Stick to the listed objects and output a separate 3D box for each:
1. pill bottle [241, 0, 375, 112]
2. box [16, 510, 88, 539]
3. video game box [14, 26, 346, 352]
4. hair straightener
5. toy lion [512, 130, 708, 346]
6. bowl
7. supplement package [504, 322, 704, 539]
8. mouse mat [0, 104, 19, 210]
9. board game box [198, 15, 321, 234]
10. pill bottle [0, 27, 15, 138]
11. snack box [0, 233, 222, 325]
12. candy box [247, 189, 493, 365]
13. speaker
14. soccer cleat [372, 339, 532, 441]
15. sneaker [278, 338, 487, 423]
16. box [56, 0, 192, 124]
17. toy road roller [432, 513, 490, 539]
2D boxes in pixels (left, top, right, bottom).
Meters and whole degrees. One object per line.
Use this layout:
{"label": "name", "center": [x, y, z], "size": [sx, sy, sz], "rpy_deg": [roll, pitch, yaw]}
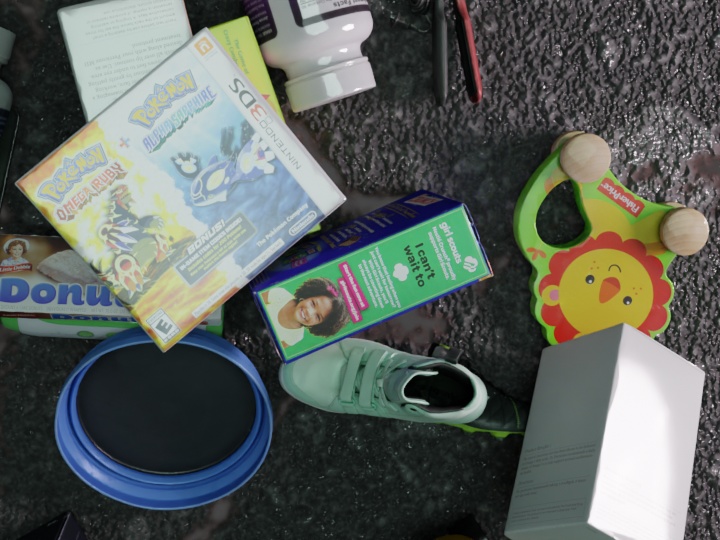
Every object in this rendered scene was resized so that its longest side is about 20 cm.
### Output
{"label": "pill bottle", "center": [-0.053, -0.254, 1.022], "size": [0.111, 0.111, 0.200], "rpy_deg": [-18, 97, -6]}
{"label": "box", "center": [-0.272, 0.351, 1.025], "size": [0.107, 0.148, 0.200], "rpy_deg": [-29, 97, -4]}
{"label": "video game box", "center": [-0.144, -0.066, 0.907], "size": [0.200, 0.047, 0.182], "rpy_deg": [-41, 98, -4]}
{"label": "hair straightener", "center": [0.067, -0.257, 1.072], "size": [0.077, 0.041, 0.200], "rpy_deg": [-9, 96, -7]}
{"label": "toy lion", "center": [0.235, -0.012, 1.110], "size": [0.200, 0.069, 0.192], "rpy_deg": [36, 97, -8]}
{"label": "bowl", "center": [-0.182, 0.137, 1.037], "size": [0.200, 0.039, 0.201], "rpy_deg": [-2, 120, -4]}
{"label": "supplement package", "center": [0.231, 0.170, 1.040], "size": [0.117, 0.117, 0.200], "rpy_deg": [29, 60, -22]}
{"label": "mouse mat", "center": [-0.419, -0.077, 1.043], "size": [0.161, 0.008, 0.200], "rpy_deg": [12, 94, -8]}
{"label": "board game box", "center": [-0.095, -0.127, 1.032], "size": [0.048, 0.102, 0.200], "rpy_deg": [-19, 97, -5]}
{"label": "pill bottle", "center": [-0.377, -0.129, 0.984], "size": [0.111, 0.111, 0.200], "rpy_deg": [18, 92, -8]}
{"label": "snack box", "center": [-0.222, 0.009, 0.983], "size": [0.200, 0.024, 0.072], "rpy_deg": [3, 72, -8]}
{"label": "candy box", "center": [0.000, 0.000, 1.020], "size": [0.200, 0.169, 0.077], "rpy_deg": [-25, 101, -5]}
{"label": "speaker", "center": [-0.228, 0.023, 1.036], "size": [0.200, 0.088, 0.089], "rpy_deg": [4, 94, -7]}
{"label": "soccer cleat", "center": [0.098, 0.118, 1.096], "size": [0.200, 0.068, 0.081], "rpy_deg": [12, 92, -5]}
{"label": "sneaker", "center": [0.017, 0.096, 1.014], "size": [0.200, 0.118, 0.074], "rpy_deg": [7, 79, 7]}
{"label": "box", "center": [-0.187, -0.137, 0.993], "size": [0.106, 0.152, 0.200], "rpy_deg": [-15, 97, -7]}
{"label": "toy road roller", "center": [0.113, 0.351, 1.075], "size": [0.123, 0.146, 0.200], "rpy_deg": [-33, 98, -3]}
